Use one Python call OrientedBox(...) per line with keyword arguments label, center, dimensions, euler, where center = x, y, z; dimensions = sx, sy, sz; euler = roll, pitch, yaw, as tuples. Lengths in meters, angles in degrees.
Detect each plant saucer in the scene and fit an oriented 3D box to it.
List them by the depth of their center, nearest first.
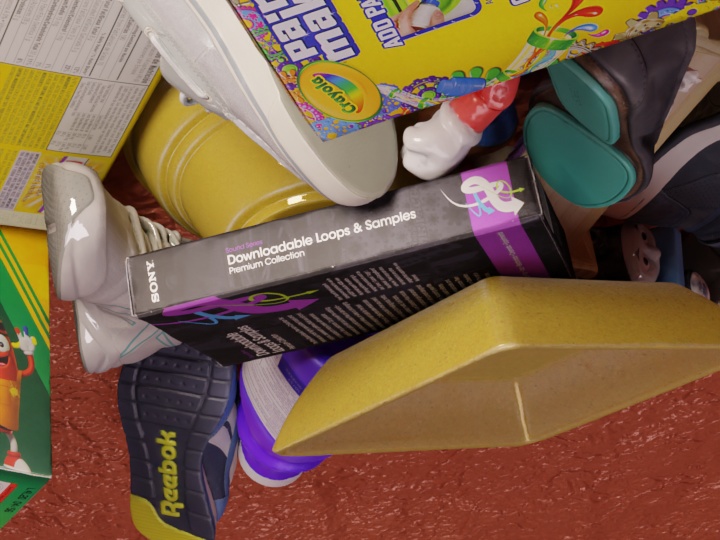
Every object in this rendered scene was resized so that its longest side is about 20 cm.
OrientedBox(label="plant saucer", center=(0.080, 0.049, 0.964), dimensions=(0.199, 0.049, 0.200), euler=(1, 160, -39))

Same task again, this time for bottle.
OrientedBox(label="bottle", center=(-0.035, 0.073, 1.099), dimensions=(0.065, 0.084, 0.200), euler=(-22, 158, -25))

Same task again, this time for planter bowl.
OrientedBox(label="planter bowl", center=(-0.026, -0.045, 0.963), dimensions=(0.199, 0.084, 0.201), euler=(-6, 147, -4))

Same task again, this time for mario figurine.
OrientedBox(label="mario figurine", center=(0.037, -0.123, 0.821), dimensions=(0.106, 0.124, 0.200), euler=(-33, 165, -11))

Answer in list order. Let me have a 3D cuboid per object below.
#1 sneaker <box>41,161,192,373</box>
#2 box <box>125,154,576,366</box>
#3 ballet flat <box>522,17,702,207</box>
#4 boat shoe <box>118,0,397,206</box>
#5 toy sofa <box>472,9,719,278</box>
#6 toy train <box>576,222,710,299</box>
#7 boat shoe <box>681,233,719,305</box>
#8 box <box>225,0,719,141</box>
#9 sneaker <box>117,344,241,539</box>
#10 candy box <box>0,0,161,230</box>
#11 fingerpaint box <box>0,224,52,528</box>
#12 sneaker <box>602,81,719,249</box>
OrientedBox(label="sneaker", center=(-0.126, -0.006, 0.973), dimensions=(0.080, 0.071, 0.201), euler=(-9, 158, -2))
OrientedBox(label="box", center=(0.000, 0.000, 0.892), dimensions=(0.199, 0.036, 0.143), euler=(-15, 164, 9))
OrientedBox(label="ballet flat", center=(0.114, -0.079, 0.791), dimensions=(0.072, 0.074, 0.200), euler=(-10, 168, 2))
OrientedBox(label="boat shoe", center=(-0.060, -0.110, 0.810), dimensions=(0.071, 0.070, 0.201), euler=(-23, 108, 45))
OrientedBox(label="toy sofa", center=(0.119, -0.087, 0.929), dimensions=(0.097, 0.083, 0.200), euler=(9, 141, -23))
OrientedBox(label="toy train", center=(0.106, 0.023, 1.087), dimensions=(0.199, 0.087, 0.114), euler=(-14, 145, 24))
OrientedBox(label="boat shoe", center=(0.195, 0.034, 1.153), dimensions=(0.199, 0.076, 0.072), euler=(-27, 146, 29))
OrientedBox(label="box", center=(0.040, -0.184, 0.653), dimensions=(0.191, 0.201, 0.122), euler=(-18, 147, 12))
OrientedBox(label="sneaker", center=(-0.112, 0.087, 1.168), dimensions=(0.073, 0.082, 0.201), euler=(16, 129, 8))
OrientedBox(label="candy box", center=(-0.164, -0.087, 0.916), dimensions=(0.102, 0.027, 0.200), euler=(5, 145, -27))
OrientedBox(label="fingerpaint box", center=(-0.248, 0.082, 1.026), dimensions=(0.073, 0.168, 0.200), euler=(16, 139, -31))
OrientedBox(label="sneaker", center=(0.231, -0.073, 0.976), dimensions=(0.145, 0.077, 0.202), euler=(18, 150, -19))
